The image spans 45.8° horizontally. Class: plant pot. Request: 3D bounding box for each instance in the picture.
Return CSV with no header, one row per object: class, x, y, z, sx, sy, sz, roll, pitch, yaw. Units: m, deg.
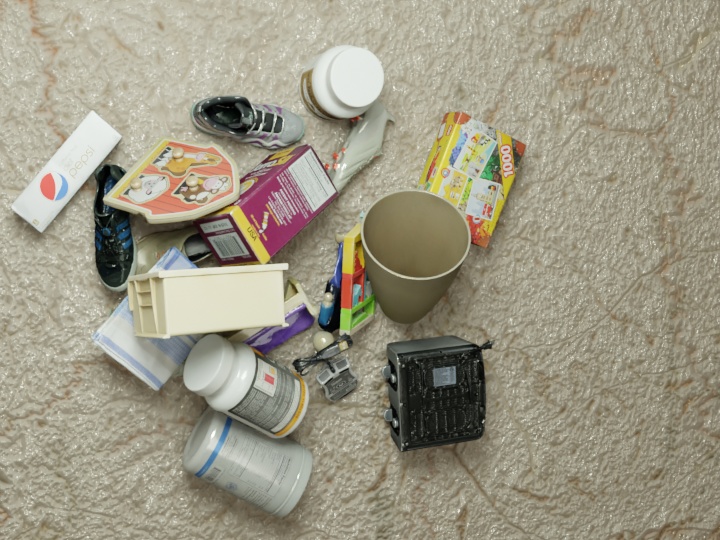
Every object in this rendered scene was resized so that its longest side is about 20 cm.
plant pot,0.085,-0.001,1.476,0.183,0.190,0.202,-13,145,-14

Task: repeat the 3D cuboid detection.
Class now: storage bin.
storage bin,-0.235,0.046,1.300,0.196,0.197,0.096,-5,90,-29

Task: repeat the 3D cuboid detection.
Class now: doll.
doll,-0.041,0.047,1.498,0.047,0.136,0.205,11,79,17

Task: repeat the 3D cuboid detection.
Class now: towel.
towel,-0.319,0.080,1.384,0.147,0.024,0.201,45,79,-27

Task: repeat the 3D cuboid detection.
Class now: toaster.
toaster,0.141,0.218,1.566,0.195,0.119,0.186,-6,99,-15

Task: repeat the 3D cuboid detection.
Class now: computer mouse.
computer mouse,-0.053,0.174,1.496,0.108,0.201,0.044,-33,63,-9

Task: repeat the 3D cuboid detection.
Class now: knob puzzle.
knob puzzle,-0.277,-0.147,1.335,0.215,0.221,0.031,-17,135,-13

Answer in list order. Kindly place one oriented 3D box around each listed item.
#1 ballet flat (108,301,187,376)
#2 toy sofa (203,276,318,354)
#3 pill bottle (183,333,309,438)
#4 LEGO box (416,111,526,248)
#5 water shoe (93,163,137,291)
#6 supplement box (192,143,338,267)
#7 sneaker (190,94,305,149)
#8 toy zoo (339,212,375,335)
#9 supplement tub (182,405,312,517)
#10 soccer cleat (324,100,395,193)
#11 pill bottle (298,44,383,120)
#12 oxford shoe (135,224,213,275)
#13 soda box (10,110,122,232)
ballet flat,-0.345,0.135,1.435,0.199,0.070,0.066,38,48,-11
toy sofa,-0.169,0.106,1.479,0.198,0.083,0.099,-33,104,-10
pill bottle,-0.184,0.187,1.385,0.199,0.116,0.118,37,85,-40
LEGO box,0.193,-0.165,1.555,0.146,0.077,0.204,21,91,-18
water shoe,-0.406,-0.069,1.371,0.070,0.079,0.205,-4,84,9
supplement box,-0.153,-0.104,1.393,0.200,0.130,0.104,-46,114,-33
sneaker,-0.178,-0.244,1.401,0.195,0.140,0.080,3,96,-16
toy zoo,0.000,0.000,1.489,0.020,0.131,0.205,7,104,19
supplement tub,-0.196,0.326,1.474,0.198,0.132,0.134,32,88,-19
soccer cleat,-0.004,-0.203,1.499,0.077,0.069,0.203,28,86,-21
pill bottle,-0.030,-0.309,1.406,0.112,0.200,0.117,-2,98,-15
oxford shoe,-0.318,-0.032,1.421,0.197,0.075,0.072,-25,106,-11
soda box,-0.469,-0.159,1.364,0.063,0.068,0.201,40,85,-17
